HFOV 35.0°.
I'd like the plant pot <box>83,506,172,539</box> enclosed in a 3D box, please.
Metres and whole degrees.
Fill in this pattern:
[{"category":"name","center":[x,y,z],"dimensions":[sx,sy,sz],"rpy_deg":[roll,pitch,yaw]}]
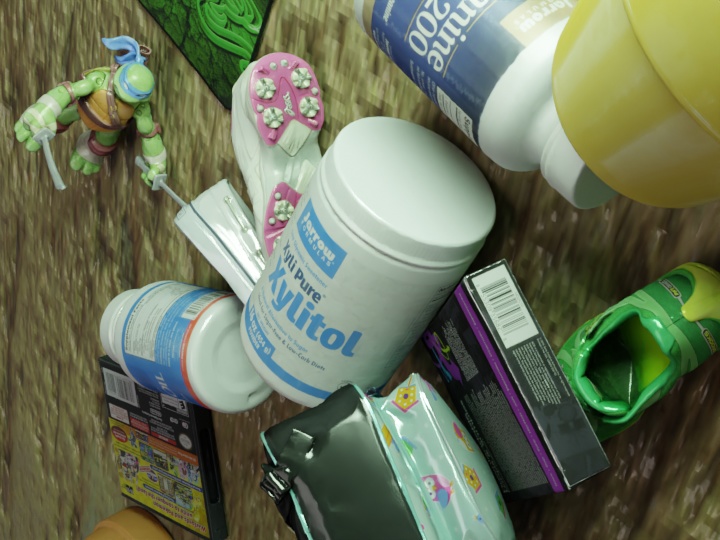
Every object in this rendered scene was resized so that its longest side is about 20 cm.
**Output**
[{"category":"plant pot","center":[-0.307,0.408,1.394],"dimensions":[0.200,0.140,0.201],"rpy_deg":[22,120,44]}]

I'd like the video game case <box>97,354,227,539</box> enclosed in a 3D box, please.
[{"category":"video game case","center":[-0.228,0.199,1.305],"dimensions":[0.200,0.025,0.181],"rpy_deg":[11,113,47]}]

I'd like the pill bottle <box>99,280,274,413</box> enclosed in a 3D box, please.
[{"category":"pill bottle","center":[-0.170,0.069,1.111],"dimensions":[0.200,0.112,0.113],"rpy_deg":[8,110,50]}]

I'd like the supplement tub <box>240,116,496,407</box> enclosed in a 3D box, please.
[{"category":"supplement tub","center":[0.000,0.000,0.852],"dimensions":[0.132,0.132,0.200],"rpy_deg":[52,135,23]}]

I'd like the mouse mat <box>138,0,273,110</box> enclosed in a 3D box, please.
[{"category":"mouse mat","center":[-0.147,-0.263,1.033],"dimensions":[0.200,0.008,0.161],"rpy_deg":[50,137,24]}]

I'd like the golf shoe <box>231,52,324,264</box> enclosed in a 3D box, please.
[{"category":"golf shoe","center":[-0.067,-0.081,0.968],"dimensions":[0.091,0.075,0.201],"rpy_deg":[11,107,60]}]

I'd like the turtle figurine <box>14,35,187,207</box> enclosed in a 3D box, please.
[{"category":"turtle figurine","center":[-0.269,-0.121,1.131],"dimensions":[0.194,0.144,0.201],"rpy_deg":[-8,95,55]}]

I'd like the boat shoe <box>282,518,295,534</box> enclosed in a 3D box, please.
[{"category":"boat shoe","center":[0.023,0.229,0.982],"dimensions":[0.200,0.072,0.066],"rpy_deg":[3,136,37]}]

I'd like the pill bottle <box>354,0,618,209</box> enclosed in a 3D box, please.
[{"category":"pill bottle","center":[0.095,-0.133,0.704],"dimensions":[0.200,0.111,0.111],"rpy_deg":[49,137,26]}]

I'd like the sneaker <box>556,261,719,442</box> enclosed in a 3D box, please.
[{"category":"sneaker","center":[0.157,0.061,0.723],"dimensions":[0.074,0.083,0.200],"rpy_deg":[56,149,17]}]

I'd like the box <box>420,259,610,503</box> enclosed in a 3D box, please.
[{"category":"box","center":[0.098,0.084,0.783],"dimensions":[0.143,0.036,0.200],"rpy_deg":[64,169,10]}]

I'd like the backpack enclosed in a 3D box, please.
[{"category":"backpack","center":[0.025,0.175,0.832],"dimensions":[0.176,0.153,0.200],"rpy_deg":[62,176,18]}]

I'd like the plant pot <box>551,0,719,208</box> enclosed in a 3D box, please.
[{"category":"plant pot","center":[0.191,-0.119,0.545],"dimensions":[0.201,0.200,0.189],"rpy_deg":[65,158,8]}]

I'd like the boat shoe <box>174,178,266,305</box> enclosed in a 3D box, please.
[{"category":"boat shoe","center":[-0.076,0.004,1.002],"dimensions":[0.200,0.067,0.074],"rpy_deg":[46,-177,0]}]
